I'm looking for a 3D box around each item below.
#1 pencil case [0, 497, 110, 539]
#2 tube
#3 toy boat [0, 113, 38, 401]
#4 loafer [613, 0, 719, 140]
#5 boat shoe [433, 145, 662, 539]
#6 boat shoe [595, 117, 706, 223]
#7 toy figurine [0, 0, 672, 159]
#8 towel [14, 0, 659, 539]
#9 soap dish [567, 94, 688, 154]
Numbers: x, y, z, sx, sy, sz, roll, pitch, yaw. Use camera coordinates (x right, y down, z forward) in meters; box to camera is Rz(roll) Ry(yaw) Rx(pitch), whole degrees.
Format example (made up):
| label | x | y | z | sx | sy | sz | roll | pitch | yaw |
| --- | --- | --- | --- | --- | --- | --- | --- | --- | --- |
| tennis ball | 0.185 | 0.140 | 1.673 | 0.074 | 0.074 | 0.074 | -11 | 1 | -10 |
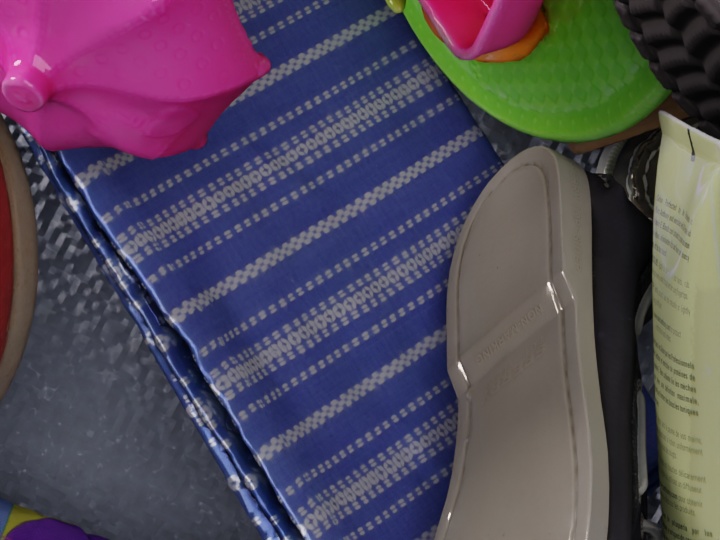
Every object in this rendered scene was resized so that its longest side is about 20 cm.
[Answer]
| label | x | y | z | sx | sy | sz | roll | pitch | yaw |
| --- | --- | --- | --- | --- | --- | --- | --- | --- | --- |
| pencil case | -0.047 | 0.116 | 0.821 | 0.200 | 0.088 | 0.088 | 18 | 87 | -4 |
| tube | 0.098 | 0.061 | 0.753 | 0.052 | 0.058 | 0.200 | -18 | 102 | -44 |
| toy boat | -0.187 | -0.002 | 0.767 | 0.200 | 0.131 | 0.131 | -5 | 91 | 16 |
| loafer | 0.142 | -0.039 | 0.721 | 0.200 | 0.073 | 0.071 | 40 | 81 | -8 |
| boat shoe | 0.060 | 0.058 | 0.778 | 0.063 | 0.073 | 0.200 | 25 | 48 | -26 |
| boat shoe | 0.169 | -0.028 | 0.853 | 0.202 | 0.060 | 0.072 | -1 | 88 | -5 |
| toy figurine | -0.039 | -0.104 | 0.762 | 0.184 | 0.150 | 0.200 | -17 | 58 | -33 |
| towel | 0.000 | 0.000 | 0.820 | 0.145 | 0.024 | 0.200 | -32 | 91 | -42 |
| soap dish | 0.115 | -0.133 | 0.796 | 0.081 | 0.200 | 0.157 | -16 | 88 | -46 |
